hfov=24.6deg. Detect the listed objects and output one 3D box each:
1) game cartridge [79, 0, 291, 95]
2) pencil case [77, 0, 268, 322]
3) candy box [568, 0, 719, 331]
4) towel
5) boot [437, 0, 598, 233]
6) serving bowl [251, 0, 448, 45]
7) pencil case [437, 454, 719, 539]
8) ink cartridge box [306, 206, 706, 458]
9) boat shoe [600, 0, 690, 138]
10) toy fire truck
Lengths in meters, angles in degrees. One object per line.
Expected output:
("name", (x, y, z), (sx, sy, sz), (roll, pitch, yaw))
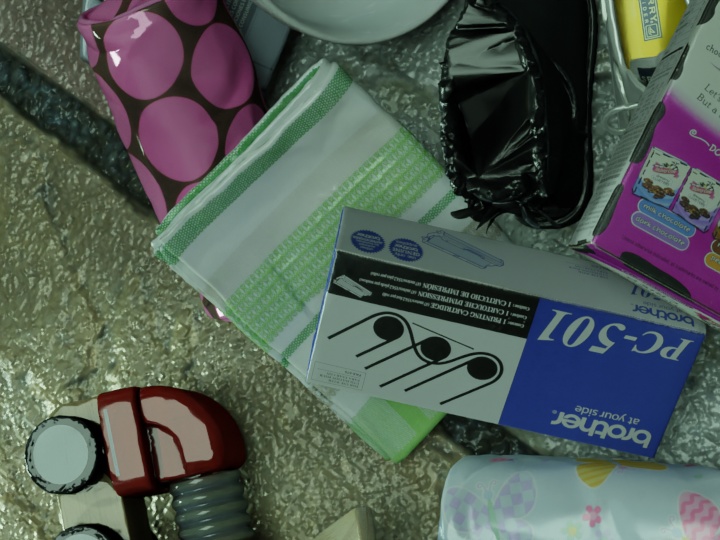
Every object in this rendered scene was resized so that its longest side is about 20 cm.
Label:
("game cartridge", (-0.090, -0.203, 1.007), (0.132, 0.042, 0.202), (23, 94, -5))
("pencil case", (-0.086, -0.075, 0.969), (0.090, 0.094, 0.202), (-6, 111, 40))
("candy box", (0.211, -0.070, 0.835), (0.136, 0.061, 0.201), (28, 87, -4))
("towel", (0.000, 0.000, 0.934), (0.149, 0.031, 0.200), (-44, 105, 10))
("boot", (0.083, -0.114, 0.897), (0.073, 0.162, 0.201), (-6, 84, 18))
("serving bowl", (-0.016, -0.232, 0.946), (0.066, 0.199, 0.202), (16, 92, 54))
("pencil case", (0.139, 0.149, 0.899), (0.198, 0.083, 0.092), (0, 91, 20))
("ink cartridge box", (0.076, 0.034, 0.891), (0.198, 0.044, 0.095), (12, 128, -2))
("boat shoe", (0.170, -0.102, 0.904), (0.074, 0.086, 0.204), (-11, 82, 19))
("toy fire truck", (-0.085, 0.148, 0.972), (0.198, 0.129, 0.178), (-13, 81, 7))
